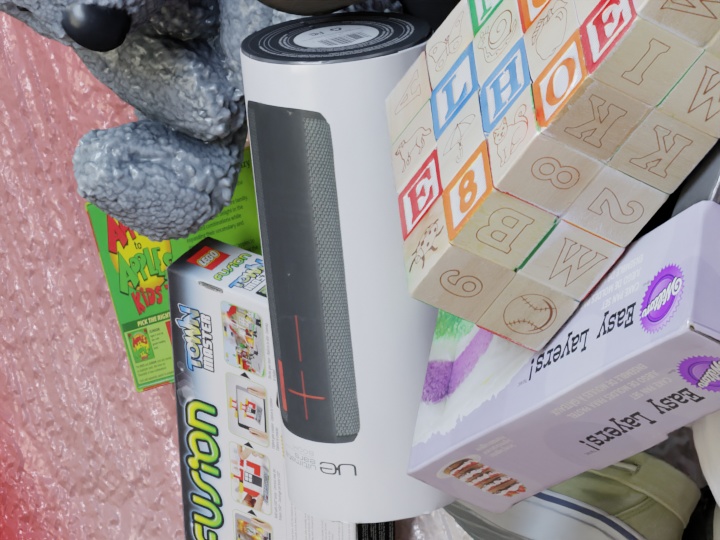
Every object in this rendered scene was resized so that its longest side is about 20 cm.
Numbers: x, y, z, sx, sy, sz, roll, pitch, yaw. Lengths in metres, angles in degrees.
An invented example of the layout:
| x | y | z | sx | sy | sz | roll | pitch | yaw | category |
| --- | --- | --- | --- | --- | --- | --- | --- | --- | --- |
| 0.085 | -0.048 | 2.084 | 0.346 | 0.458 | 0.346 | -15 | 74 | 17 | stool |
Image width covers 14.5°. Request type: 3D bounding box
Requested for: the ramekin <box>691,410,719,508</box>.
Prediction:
| x | y | z | sx | sy | sz | roll | pitch | yaw | category |
| --- | --- | --- | --- | --- | --- | --- | --- | --- | --- |
| 0.219 | 0.040 | 1.063 | 0.200 | 0.098 | 0.201 | 7 | 111 | 18 | ramekin |

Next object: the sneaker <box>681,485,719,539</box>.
| x | y | z | sx | sy | sz | roll | pitch | yaw | category |
| --- | --- | --- | --- | --- | --- | --- | --- | --- | --- |
| 0.165 | 0.187 | 1.198 | 0.112 | 0.073 | 0.201 | -22 | 57 | 48 | sneaker |

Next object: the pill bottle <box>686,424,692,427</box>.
| x | y | z | sx | sy | sz | roll | pitch | yaw | category |
| --- | --- | --- | --- | --- | --- | --- | --- | --- | --- |
| 0.086 | 0.016 | 1.226 | 0.200 | 0.111 | 0.112 | 8 | 106 | 43 | pill bottle |

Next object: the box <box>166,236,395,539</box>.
| x | y | z | sx | sy | sz | roll | pitch | yaw | category |
| --- | --- | --- | --- | --- | --- | --- | --- | --- | --- |
| -0.037 | 0.090 | 1.372 | 0.110 | 0.035 | 0.201 | 21 | 129 | 29 | box |

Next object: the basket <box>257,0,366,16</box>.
| x | y | z | sx | sy | sz | roll | pitch | yaw | category |
| --- | --- | --- | --- | --- | --- | --- | --- | --- | --- |
| 0.059 | -0.181 | 1.101 | 0.199 | 0.180 | 0.137 | -5 | 107 | 34 | basket |

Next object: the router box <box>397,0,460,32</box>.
| x | y | z | sx | sy | sz | roll | pitch | yaw | category |
| --- | --- | --- | --- | --- | --- | --- | --- | --- | --- |
| 0.102 | -0.167 | 1.205 | 0.200 | 0.052 | 0.158 | 11 | 107 | 42 | router box |

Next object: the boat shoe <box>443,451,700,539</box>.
| x | y | z | sx | sy | sz | roll | pitch | yaw | category |
| --- | --- | --- | --- | --- | --- | --- | --- | --- | --- |
| 0.089 | 0.103 | 1.269 | 0.072 | 0.062 | 0.200 | 47 | 168 | -24 | boat shoe |

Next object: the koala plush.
| x | y | z | sx | sy | sz | roll | pitch | yaw | category |
| --- | --- | --- | --- | --- | --- | --- | --- | --- | --- |
| -0.110 | -0.144 | 1.253 | 0.177 | 0.200 | 0.184 | -34 | 53 | 31 | koala plush |

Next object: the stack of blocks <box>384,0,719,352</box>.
| x | y | z | sx | sy | sz | roll | pitch | yaw | category |
| --- | --- | --- | --- | --- | --- | --- | --- | --- | --- |
| 0.089 | -0.083 | 1.010 | 0.200 | 0.058 | 0.115 | -51 | 27 | 33 | stack of blocks |

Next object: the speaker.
| x | y | z | sx | sy | sz | roll | pitch | yaw | category |
| --- | --- | --- | --- | --- | --- | --- | --- | --- | --- |
| 0.000 | 0.000 | 1.164 | 0.081 | 0.081 | 0.201 | 13 | 116 | 41 | speaker |

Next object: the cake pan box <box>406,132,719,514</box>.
| x | y | z | sx | sy | sz | roll | pitch | yaw | category |
| --- | --- | --- | --- | --- | --- | --- | --- | --- | --- |
| 0.100 | -0.020 | 1.068 | 0.200 | 0.052 | 0.185 | -32 | 42 | 55 | cake pan box |

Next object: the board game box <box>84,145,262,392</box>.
| x | y | z | sx | sy | sz | roll | pitch | yaw | category |
| --- | --- | --- | --- | --- | --- | --- | --- | --- | --- |
| -0.045 | -0.010 | 1.391 | 0.200 | 0.048 | 0.102 | -16 | 89 | 45 | board game box |
